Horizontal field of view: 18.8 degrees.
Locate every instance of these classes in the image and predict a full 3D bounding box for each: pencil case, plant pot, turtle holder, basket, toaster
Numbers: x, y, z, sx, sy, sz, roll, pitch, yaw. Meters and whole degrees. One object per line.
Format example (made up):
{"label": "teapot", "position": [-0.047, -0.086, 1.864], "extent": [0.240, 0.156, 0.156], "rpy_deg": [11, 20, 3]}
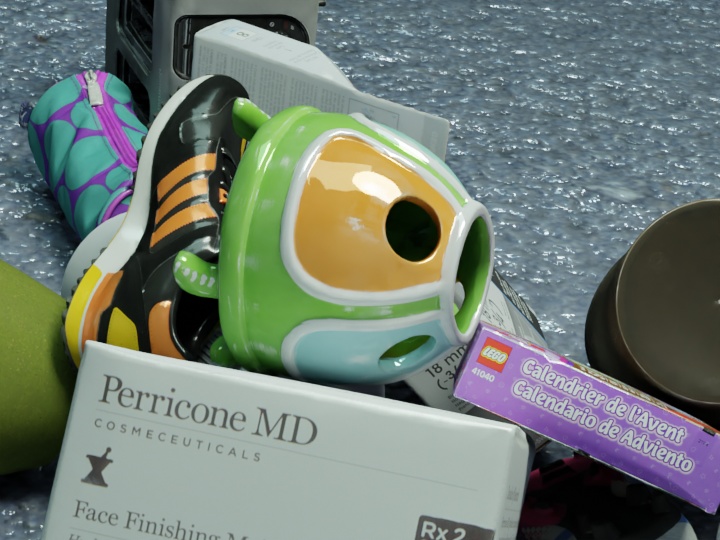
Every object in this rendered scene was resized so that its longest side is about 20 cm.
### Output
{"label": "pencil case", "position": [-0.170, -0.066, 1.494], "extent": [0.085, 0.093, 0.200], "rpy_deg": [-8, 30, -21]}
{"label": "plant pot", "position": [-0.257, 0.046, 1.172], "extent": [0.200, 0.187, 0.187], "rpy_deg": [13, 21, -26]}
{"label": "turtle holder", "position": [-0.004, 0.005, 1.099], "extent": [0.132, 0.186, 0.141], "rpy_deg": [10, 45, 16]}
{"label": "basket", "position": [0.209, 0.024, 1.259], "extent": [0.180, 0.136, 0.200], "rpy_deg": [-18, -7, 10]}
{"label": "toaster", "position": [-0.113, -0.161, 1.606], "extent": [0.118, 0.181, 0.200], "rpy_deg": [-4, 29, -20]}

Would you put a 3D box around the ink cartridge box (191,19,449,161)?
{"label": "ink cartridge box", "position": [-0.026, -0.064, 1.450], "extent": [0.200, 0.160, 0.047], "rpy_deg": [21, 30, 25]}

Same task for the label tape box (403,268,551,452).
{"label": "label tape box", "position": [0.034, 0.010, 1.291], "extent": [0.200, 0.063, 0.144], "rpy_deg": [46, 13, -24]}

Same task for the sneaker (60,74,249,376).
{"label": "sneaker", "position": [-0.085, -0.020, 1.193], "extent": [0.090, 0.070, 0.200], "rpy_deg": [7, 58, 29]}

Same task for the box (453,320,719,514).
{"label": "box", "position": [0.116, 0.071, 1.114], "extent": [0.137, 0.039, 0.200], "rpy_deg": [24, 1, 2]}

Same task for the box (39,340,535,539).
{"label": "box", "position": [-0.029, 0.119, 1.017], "extent": [0.199, 0.131, 0.200], "rpy_deg": [11, -5, 8]}

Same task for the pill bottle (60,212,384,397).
{"label": "pill bottle", "position": [-0.086, 0.046, 1.261], "extent": [0.114, 0.114, 0.200], "rpy_deg": [-11, 31, -34]}

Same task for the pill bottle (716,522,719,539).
{"label": "pill bottle", "position": [0.277, 0.120, 1.208], "extent": [0.109, 0.110, 0.200], "rpy_deg": [17, 27, 20]}

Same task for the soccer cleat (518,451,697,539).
{"label": "soccer cleat", "position": [0.131, 0.152, 1.166], "extent": [0.070, 0.086, 0.200], "rpy_deg": [-24, 9, -8]}
